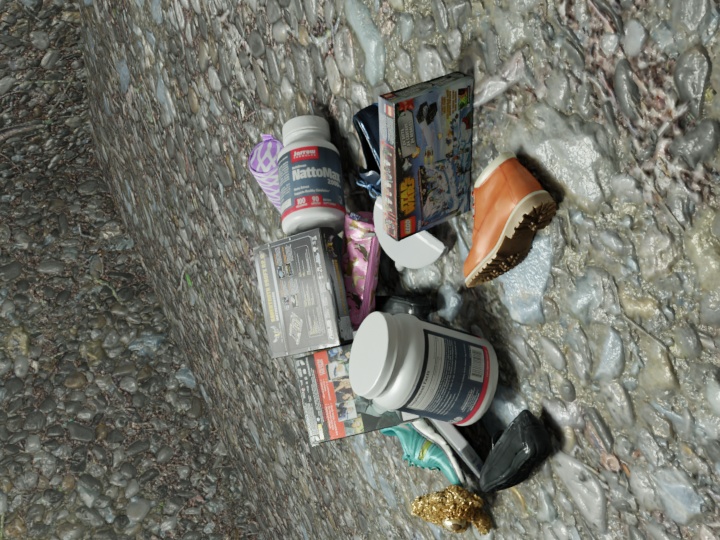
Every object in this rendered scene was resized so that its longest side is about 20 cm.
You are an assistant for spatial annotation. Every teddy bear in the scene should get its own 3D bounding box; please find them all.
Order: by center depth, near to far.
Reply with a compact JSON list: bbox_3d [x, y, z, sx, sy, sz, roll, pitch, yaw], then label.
[{"bbox_3d":[0.159,0.438,1.394,0.143,0.068,0.200,32,155,-8],"label":"teddy bear"}]

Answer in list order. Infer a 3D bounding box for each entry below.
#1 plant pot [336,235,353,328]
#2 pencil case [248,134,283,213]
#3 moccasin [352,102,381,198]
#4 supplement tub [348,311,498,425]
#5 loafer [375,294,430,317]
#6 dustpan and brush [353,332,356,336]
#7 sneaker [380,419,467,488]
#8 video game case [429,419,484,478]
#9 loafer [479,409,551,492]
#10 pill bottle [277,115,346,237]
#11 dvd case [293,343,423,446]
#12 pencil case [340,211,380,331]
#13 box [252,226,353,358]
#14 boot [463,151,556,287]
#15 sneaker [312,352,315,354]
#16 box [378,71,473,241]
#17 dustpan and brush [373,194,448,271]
[{"bbox_3d":[-0.057,0.045,1.490,0.134,0.200,0.202,34,143,17],"label":"plant pot"},{"bbox_3d":[-0.151,-0.176,1.545,0.201,0.082,0.087,59,-140,-61],"label":"pencil case"},{"bbox_3d":[0.023,-0.168,1.277,0.080,0.067,0.204,17,125,59],"label":"moccasin"},{"bbox_3d":[0.095,0.147,1.177,0.140,0.196,0.143,-46,35,47],"label":"supplement tub"},{"bbox_3d":[0.069,0.079,1.357,0.200,0.067,0.072,169,103,-71],"label":"loafer"},{"bbox_3d":[-0.004,0.151,1.563,0.199,0.056,0.142,37,139,49],"label":"dustpan and brush"},{"bbox_3d":[0.117,0.330,1.419,0.199,0.079,0.078,41,168,32],"label":"sneaker"},{"bbox_3d":[0.142,0.264,1.320,0.200,0.022,0.183,47,175,41],"label":"video game case"},{"bbox_3d":[0.229,0.279,1.188,0.202,0.067,0.071,111,147,-52],"label":"loafer"},{"bbox_3d":[-0.091,-0.169,1.412,0.120,0.117,0.205,132,134,-62],"label":"pill bottle"},{"bbox_3d":[-0.005,0.193,1.282,0.022,0.196,0.149,15,-120,-70],"label":"dvd case"},{"bbox_3d":[0.000,0.000,1.368,0.081,0.086,0.205,11,101,15],"label":"pencil case"},{"bbox_3d":[-0.101,0.041,1.361,0.156,0.048,0.205,-14,84,33],"label":"box"},{"bbox_3d":[0.180,-0.064,1.044,0.108,0.074,0.201,60,145,27],"label":"boot"},{"bbox_3d":[-0.034,0.240,1.651,0.200,0.070,0.109,43,154,2],"label":"sneaker"},{"bbox_3d":[0.090,-0.155,1.070,0.040,0.135,0.204,35,138,44],"label":"box"},{"bbox_3d":[0.073,-0.041,1.284,0.139,0.057,0.201,37,147,11],"label":"dustpan and brush"}]
